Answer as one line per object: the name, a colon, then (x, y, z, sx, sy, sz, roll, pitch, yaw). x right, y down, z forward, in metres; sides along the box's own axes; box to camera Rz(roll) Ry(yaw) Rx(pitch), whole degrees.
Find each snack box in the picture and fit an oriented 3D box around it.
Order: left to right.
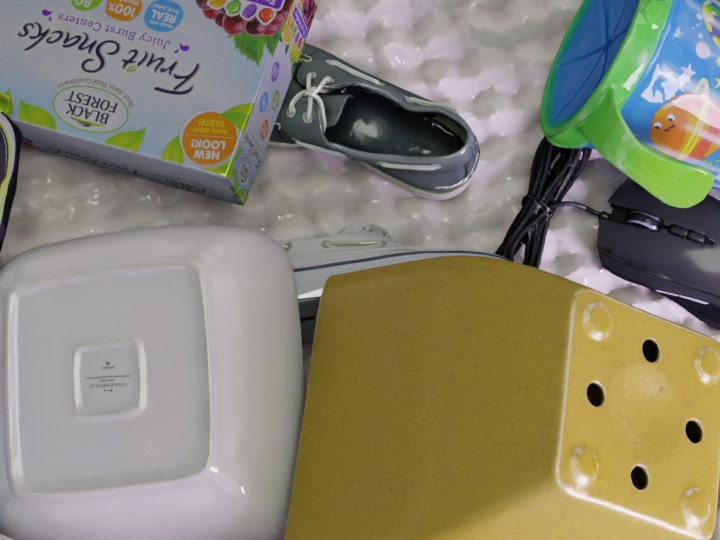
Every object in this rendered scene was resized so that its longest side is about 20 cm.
snack box: (-0.144, -0.135, 1.500, 0.198, 0.053, 0.143, 15, 75, 16)

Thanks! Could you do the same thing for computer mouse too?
computer mouse: (0.181, 0.001, 1.527, 0.199, 0.046, 0.141, 30, 73, 2)

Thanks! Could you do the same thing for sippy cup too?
sippy cup: (0.200, -0.117, 1.515, 0.130, 0.140, 0.179, 25, 77, -14)

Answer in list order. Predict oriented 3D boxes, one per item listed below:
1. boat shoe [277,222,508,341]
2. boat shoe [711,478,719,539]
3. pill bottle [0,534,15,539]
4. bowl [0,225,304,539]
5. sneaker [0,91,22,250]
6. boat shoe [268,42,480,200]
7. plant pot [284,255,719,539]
boat shoe: (0.000, 0.000, 1.493, 0.198, 0.074, 0.067, -4, 54, -6)
boat shoe: (0.233, 0.158, 1.425, 0.070, 0.070, 0.200, 26, 31, 9)
pill bottle: (-0.236, 0.255, 1.359, 0.112, 0.113, 0.201, 27, 58, 2)
bowl: (-0.138, 0.069, 1.428, 0.198, 0.075, 0.202, -6, 77, 16)
sneaker: (-0.242, -0.009, 1.466, 0.071, 0.083, 0.201, 24, 105, 8)
boat shoe: (-0.017, -0.107, 1.526, 0.199, 0.062, 0.073, 23, 75, 1)
plant pot: (0.100, 0.099, 1.372, 0.194, 0.199, 0.196, 21, 66, -31)
